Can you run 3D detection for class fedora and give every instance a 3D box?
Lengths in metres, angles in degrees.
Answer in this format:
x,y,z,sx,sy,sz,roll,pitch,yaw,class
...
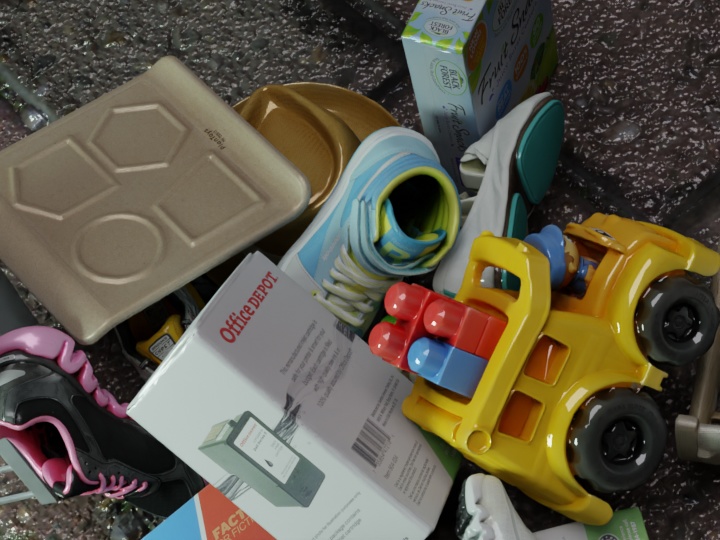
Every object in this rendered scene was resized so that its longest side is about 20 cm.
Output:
x,y,z,sx,sy,sz,roll,pitch,yaw,class
-0.050,-0.072,1.619,0.200,0.082,0.201,-5,59,8,fedora

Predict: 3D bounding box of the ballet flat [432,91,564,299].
x,y,z,sx,sy,sz,roll,pitch,yaw,class
0.093,-0.054,1.543,0.069,0.069,0.200,7,49,15,ballet flat

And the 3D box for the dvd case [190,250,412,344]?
x,y,z,sx,sy,sz,roll,pitch,yaw,class
-0.066,0.000,1.644,0.200,0.025,0.150,17,65,21,dvd case

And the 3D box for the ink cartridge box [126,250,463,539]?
x,y,z,sx,sy,sz,roll,pitch,yaw,class
-0.037,0.100,1.448,0.200,0.146,0.084,40,115,-4,ink cartridge box

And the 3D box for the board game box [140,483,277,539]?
x,y,z,sx,sy,sz,roll,pitch,yaw,class
-0.077,0.241,1.453,0.153,0.040,0.200,-40,53,17,board game box

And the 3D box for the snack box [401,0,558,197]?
x,y,z,sx,sy,sz,roll,pitch,yaw,class
0.091,-0.161,1.605,0.053,0.200,0.142,16,64,19,snack box

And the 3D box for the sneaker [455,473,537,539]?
x,y,z,sx,sy,sz,roll,pitch,yaw,class
0.118,0.217,1.371,0.081,0.075,0.200,-19,75,-12,sneaker

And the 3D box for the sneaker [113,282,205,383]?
x,y,z,sx,sy,sz,roll,pitch,yaw,class
-0.125,0.075,1.566,0.078,0.082,0.200,-41,69,4,sneaker

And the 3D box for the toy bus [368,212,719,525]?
x,y,z,sx,sy,sz,roll,pitch,yaw,class
0.109,0.038,1.420,0.200,0.192,0.136,-64,25,-1,toy bus

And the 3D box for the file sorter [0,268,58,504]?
x,y,z,sx,sy,sz,roll,pitch,yaw,class
-0.305,0.074,1.547,0.124,0.200,0.139,-13,58,6,file sorter

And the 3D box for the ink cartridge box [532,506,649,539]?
x,y,z,sx,sy,sz,roll,pitch,yaw,class
0.103,0.242,1.440,0.200,0.067,0.117,-14,60,2,ink cartridge box

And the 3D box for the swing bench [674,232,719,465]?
x,y,z,sx,sy,sz,roll,pitch,yaw,class
0.329,0.059,1.471,0.199,0.130,0.200,9,67,16,swing bench

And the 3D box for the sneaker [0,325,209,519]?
x,y,z,sx,sy,sz,roll,pitch,yaw,class
-0.184,0.127,1.499,0.079,0.200,0.095,-28,37,30,sneaker

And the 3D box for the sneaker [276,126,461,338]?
x,y,z,sx,sy,sz,roll,pitch,yaw,class
0.000,0.000,1.511,0.080,0.131,0.200,23,97,-17,sneaker

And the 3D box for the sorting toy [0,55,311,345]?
x,y,z,sx,sy,sz,roll,pitch,yaw,class
-0.163,-0.050,1.557,0.200,0.036,0.185,-34,56,-20,sorting toy

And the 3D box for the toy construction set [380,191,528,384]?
x,y,z,sx,sy,sz,roll,pitch,yaw,class
0.081,0.033,1.564,0.131,0.092,0.200,-1,48,40,toy construction set
